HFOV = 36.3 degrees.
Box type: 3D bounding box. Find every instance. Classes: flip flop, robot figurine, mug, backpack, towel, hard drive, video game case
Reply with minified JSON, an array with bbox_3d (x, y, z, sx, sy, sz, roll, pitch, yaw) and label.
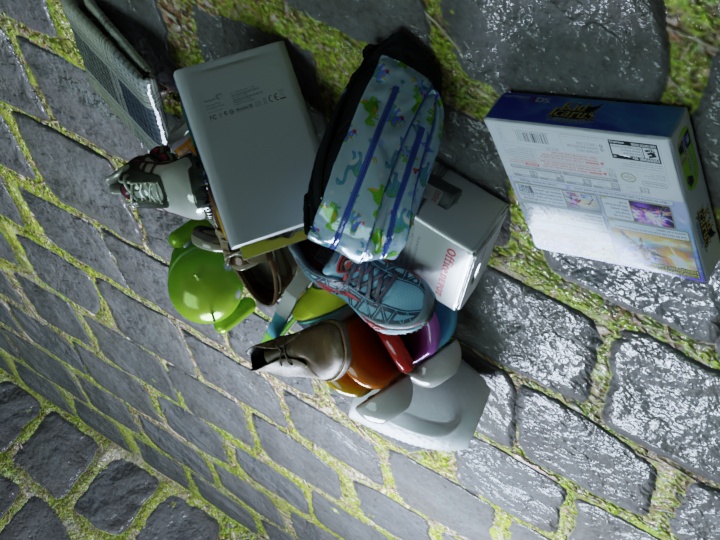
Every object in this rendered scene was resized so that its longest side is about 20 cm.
[{"bbox_3d":[-0.147,-0.012,1.451,0.080,0.059,0.198,17,-178,39],"label":"flip flop"},{"bbox_3d":[-0.234,0.007,1.663,0.200,0.114,0.178,-108,-5,-70],"label":"robot figurine"},{"bbox_3d":[0.084,0.181,1.532,0.173,0.150,0.200,23,-165,7],"label":"mug"},{"bbox_3d":[0.012,-0.109,1.126,0.153,0.201,0.163,37,154,-3],"label":"backpack"},{"bbox_3d":[-0.317,-0.257,1.465,0.200,0.034,0.194,45,160,22],"label":"towel"},{"bbox_3d":[-0.114,-0.140,1.215,0.025,0.130,0.204,150,101,-73],"label":"hard drive"},{"bbox_3d":[0.235,-0.083,1.060,0.198,0.046,0.183,14,145,40],"label":"video game case"}]

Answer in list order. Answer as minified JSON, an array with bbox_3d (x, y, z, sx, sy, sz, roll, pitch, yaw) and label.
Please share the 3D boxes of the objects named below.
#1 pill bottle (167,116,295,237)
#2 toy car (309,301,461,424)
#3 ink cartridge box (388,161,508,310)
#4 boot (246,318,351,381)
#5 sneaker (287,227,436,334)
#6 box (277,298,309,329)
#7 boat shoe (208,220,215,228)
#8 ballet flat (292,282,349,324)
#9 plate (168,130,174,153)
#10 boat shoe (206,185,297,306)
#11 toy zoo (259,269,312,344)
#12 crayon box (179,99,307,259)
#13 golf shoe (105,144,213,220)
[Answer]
[{"bbox_3d":[-0.137,-0.132,1.376,0.200,0.117,0.116,46,153,-16],"label":"pill bottle"},{"bbox_3d":[0.044,0.080,1.401,0.177,0.198,0.150,57,153,4],"label":"toy car"},{"bbox_3d":[0.061,-0.062,1.276,0.198,0.085,0.146,34,154,12],"label":"ink cartridge box"},{"bbox_3d":[-0.077,0.105,1.360,0.199,0.074,0.075,-19,78,58],"label":"boot"},{"bbox_3d":[-0.006,0.009,1.259,0.198,0.080,0.095,26,175,24],"label":"sneaker"},{"bbox_3d":[-0.068,0.021,1.619,0.161,0.049,0.199,46,152,-9],"label":"box"},{"bbox_3d":[-0.193,-0.097,1.588,0.062,0.073,0.201,-18,125,24],"label":"boat shoe"},{"bbox_3d":[0.000,0.000,1.361,0.067,0.197,0.068,-124,15,-66],"label":"ballet flat"},{"bbox_3d":[-0.191,-0.106,1.471,0.201,0.026,0.200,48,-173,-8],"label":"plate"},{"bbox_3d":[-0.134,-0.035,1.328,0.074,0.073,0.201,-6,136,27],"label":"boat shoe"},{"bbox_3d":[-0.069,0.019,1.436,0.020,0.132,0.201,36,147,4],"label":"toy zoo"},{"bbox_3d":[-0.116,-0.121,1.253,0.204,0.125,0.051,71,161,4],"label":"crayon box"},{"bbox_3d":[-0.230,-0.092,1.273,0.199,0.087,0.079,22,128,60],"label":"golf shoe"}]
